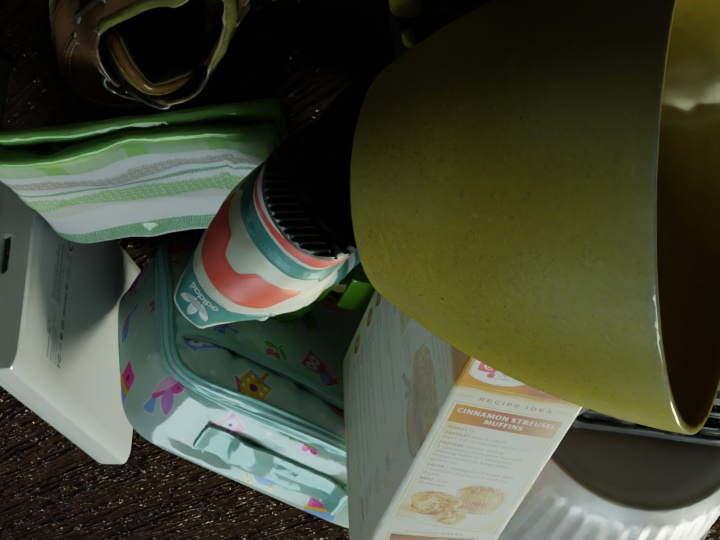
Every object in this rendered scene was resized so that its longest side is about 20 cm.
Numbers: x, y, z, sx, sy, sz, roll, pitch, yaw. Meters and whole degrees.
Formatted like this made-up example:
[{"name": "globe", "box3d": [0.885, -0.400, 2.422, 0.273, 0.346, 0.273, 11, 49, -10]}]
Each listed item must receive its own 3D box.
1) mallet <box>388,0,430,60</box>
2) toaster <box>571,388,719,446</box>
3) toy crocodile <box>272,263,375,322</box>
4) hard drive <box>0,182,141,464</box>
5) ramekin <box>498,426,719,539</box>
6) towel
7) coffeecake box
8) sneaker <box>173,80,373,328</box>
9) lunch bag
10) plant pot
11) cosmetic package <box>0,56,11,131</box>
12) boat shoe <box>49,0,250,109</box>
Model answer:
[{"name": "mallet", "box3d": [0.010, -0.119, 0.688, 0.065, 0.042, 0.200, 3, 163, -1]}, {"name": "toaster", "box3d": [0.194, 0.017, 0.887, 0.197, 0.120, 0.181, 9, 159, -14]}, {"name": "toy crocodile", "box3d": [0.000, 0.000, 0.971, 0.198, 0.062, 0.068, 15, 147, -19]}, {"name": "hard drive", "box3d": [-0.176, 0.027, 0.960, 0.026, 0.134, 0.200, -1, 159, 10]}, {"name": "ramekin", "box3d": [0.152, 0.095, 1.002, 0.197, 0.202, 0.105, 8, 150, -11]}, {"name": "towel", "box3d": [-0.104, -0.045, 0.808, 0.147, 0.031, 0.200, -8, 173, 0]}, {"name": "coffeecake box", "box3d": [0.053, 0.051, 0.861, 0.072, 0.155, 0.201, 10, 136, -14]}, {"name": "sneaker", "box3d": [-0.025, -0.028, 0.754, 0.093, 0.071, 0.200, -37, -178, 27]}, {"name": "lunch bag", "box3d": [-0.052, 0.071, 0.990, 0.198, 0.161, 0.077, 25, 116, -24]}, {"name": "plant pot", "box3d": [0.078, -0.038, 0.675, 0.140, 0.202, 0.200, 3, 160, 22]}, {"name": "cosmetic package", "box3d": [-0.269, -0.093, 0.737, 0.106, 0.091, 0.199, -10, 158, 30]}, {"name": "boat shoe", "box3d": [-0.096, -0.107, 0.687, 0.071, 0.069, 0.200, 9, 159, -18]}]
